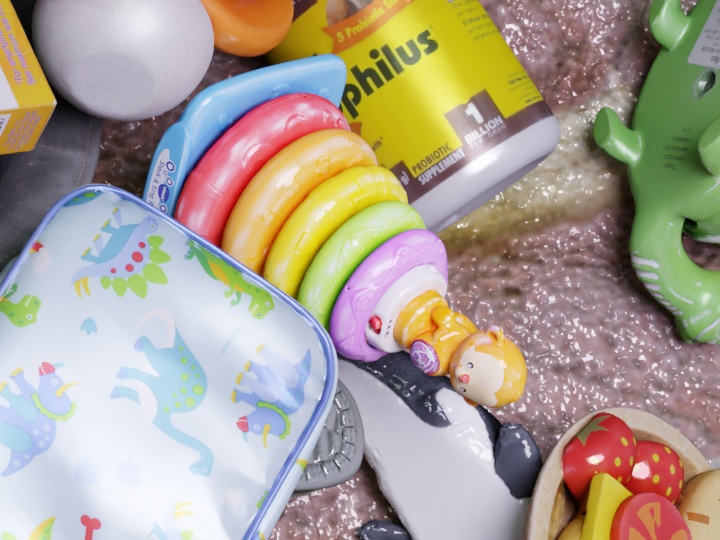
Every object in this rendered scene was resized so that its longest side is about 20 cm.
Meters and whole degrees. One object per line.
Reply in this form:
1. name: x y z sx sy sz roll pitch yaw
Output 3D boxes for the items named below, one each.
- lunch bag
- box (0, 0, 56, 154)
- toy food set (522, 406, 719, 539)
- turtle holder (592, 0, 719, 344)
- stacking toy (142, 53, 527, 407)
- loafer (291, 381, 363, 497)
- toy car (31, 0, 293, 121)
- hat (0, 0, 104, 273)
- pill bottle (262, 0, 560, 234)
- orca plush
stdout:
1. lunch bag: -0.109 0.080 0.838 0.160 0.082 0.200 32 62 -8
2. box: -0.237 -0.095 0.803 0.199 0.041 0.119 -11 64 -38
3. toy food set: 0.151 0.164 0.960 0.200 0.049 0.199 40 49 -31
4. turtle holder: 0.215 -0.064 1.040 0.131 0.141 0.186 26 60 -26
5. stacking toy: 0.000 0.000 0.907 0.110 0.116 0.200 -22 51 -42
6. loafer: -0.098 0.072 0.945 0.199 0.070 0.076 9 67 -9
7. toy car: -0.080 -0.177 0.888 0.149 0.200 0.176 -5 48 11
8. hat: -0.216 -0.064 0.945 0.200 0.081 0.202 5 67 -11
9. pill bottle: 0.008 -0.120 1.010 0.109 0.109 0.200 -32 86 -21
10. orca plush: 0.033 0.089 1.003 0.200 0.071 0.105 33 114 5
